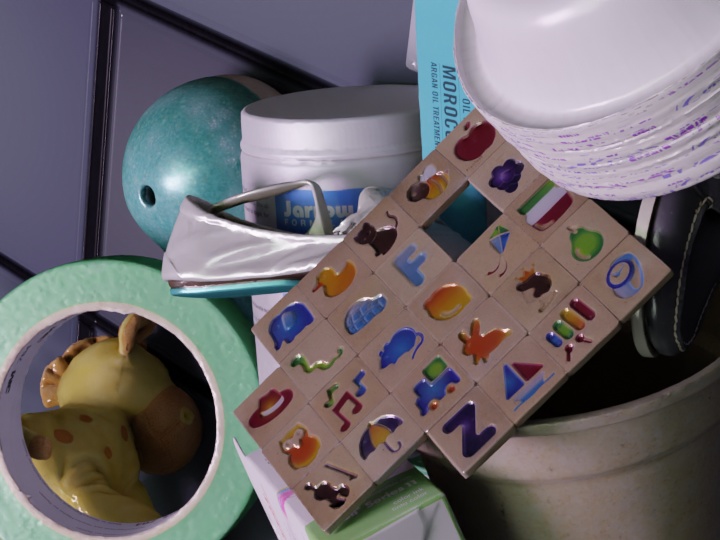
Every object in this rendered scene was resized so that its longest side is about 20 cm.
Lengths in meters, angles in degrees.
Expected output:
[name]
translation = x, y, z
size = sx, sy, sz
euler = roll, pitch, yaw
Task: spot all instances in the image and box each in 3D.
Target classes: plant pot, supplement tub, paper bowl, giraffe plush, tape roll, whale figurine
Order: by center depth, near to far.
[paper bowl]
translation = 0.128, -0.142, 0.911
size = 0.200, 0.104, 0.201
euler = -28, 41, 27
[plant pot]
translation = 0.117, 0.114, 1.031
size = 0.200, 0.200, 0.184
euler = 12, 121, 44
[supplement tub]
translation = 0.000, 0.000, 1.147
size = 0.132, 0.132, 0.201
euler = 9, 110, 45
[tape roll]
translation = -0.151, 0.091, 1.219
size = 0.199, 0.048, 0.201
euler = 1, 94, 9
[whale figurine]
translation = -0.084, -0.023, 1.248
size = 0.159, 0.104, 0.201
euler = -21, 86, 47
[giraffe plush]
translation = -0.180, 0.123, 1.369
size = 0.172, 0.162, 0.200
euler = -18, 118, 45

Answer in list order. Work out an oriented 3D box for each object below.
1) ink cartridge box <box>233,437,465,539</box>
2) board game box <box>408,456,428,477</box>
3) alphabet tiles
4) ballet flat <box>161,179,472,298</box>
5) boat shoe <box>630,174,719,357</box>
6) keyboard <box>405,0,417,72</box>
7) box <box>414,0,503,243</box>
[ink cartridge box]
translation = 0.004, 0.145, 1.024
size = 0.117, 0.067, 0.200
euler = 66, 169, -19
[board game box]
translation = 0.026, 0.177, 1.249
size = 0.200, 0.029, 0.135
euler = 12, 112, 44
[alphabet tiles]
translation = 0.031, 0.028, 0.951
size = 0.200, 0.008, 0.167
euler = -45, 45, 1
[ballet flat]
translation = -0.013, -0.016, 1.047
size = 0.199, 0.069, 0.070
euler = 1, 105, 18
[boat shoe]
translation = 0.182, -0.050, 0.939
size = 0.063, 0.073, 0.201
euler = 15, 81, 26
[keyboard]
translation = 0.099, -0.112, 1.099
size = 0.200, 0.011, 0.057
euler = 27, 126, 40
[box]
translation = 0.075, -0.105, 1.057
size = 0.049, 0.082, 0.201
euler = 19, 120, 44
